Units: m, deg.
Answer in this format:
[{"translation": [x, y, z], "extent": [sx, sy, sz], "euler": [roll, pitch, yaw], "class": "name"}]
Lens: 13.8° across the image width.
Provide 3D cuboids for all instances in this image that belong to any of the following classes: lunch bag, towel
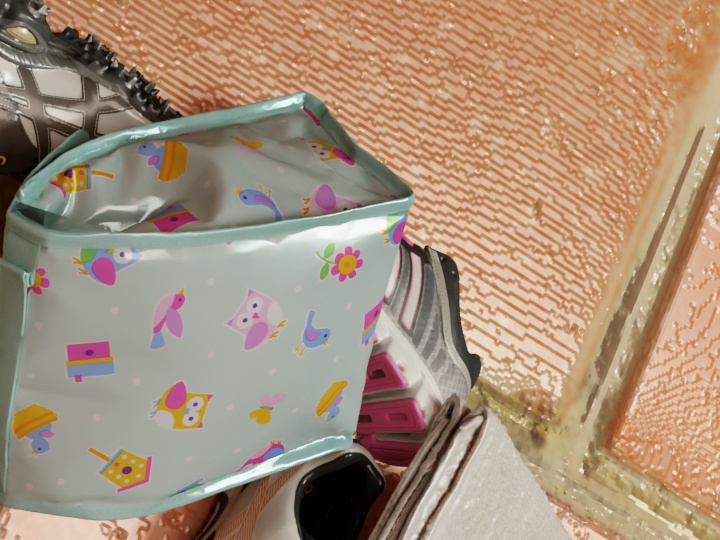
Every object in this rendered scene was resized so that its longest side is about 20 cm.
[{"translation": [-0.093, 0.020, 1.431], "extent": [0.199, 0.122, 0.171], "euler": [-14, 132, -33], "class": "lunch bag"}, {"translation": [0.058, 0.163, 1.559], "extent": [0.133, 0.034, 0.200], "euler": [-60, 147, -17], "class": "towel"}]

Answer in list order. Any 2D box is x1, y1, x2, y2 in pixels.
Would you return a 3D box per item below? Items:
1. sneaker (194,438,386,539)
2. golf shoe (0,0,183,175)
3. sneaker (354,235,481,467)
[{"translation": [-0.058, 0.162, 1.511], "extent": [0.074, 0.080, 0.201], "euler": [37, 73, -28], "class": "sneaker"}, {"translation": [-0.157, -0.077, 1.464], "extent": [0.200, 0.078, 0.095], "euler": [36, 93, -28], "class": "golf shoe"}, {"translation": [0.000, 0.000, 1.555], "extent": [0.087, 0.074, 0.201], "euler": [-32, 94, -50], "class": "sneaker"}]
